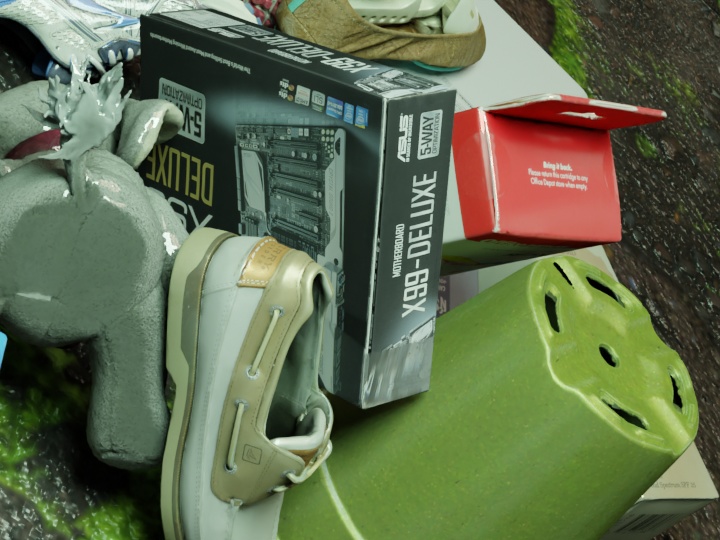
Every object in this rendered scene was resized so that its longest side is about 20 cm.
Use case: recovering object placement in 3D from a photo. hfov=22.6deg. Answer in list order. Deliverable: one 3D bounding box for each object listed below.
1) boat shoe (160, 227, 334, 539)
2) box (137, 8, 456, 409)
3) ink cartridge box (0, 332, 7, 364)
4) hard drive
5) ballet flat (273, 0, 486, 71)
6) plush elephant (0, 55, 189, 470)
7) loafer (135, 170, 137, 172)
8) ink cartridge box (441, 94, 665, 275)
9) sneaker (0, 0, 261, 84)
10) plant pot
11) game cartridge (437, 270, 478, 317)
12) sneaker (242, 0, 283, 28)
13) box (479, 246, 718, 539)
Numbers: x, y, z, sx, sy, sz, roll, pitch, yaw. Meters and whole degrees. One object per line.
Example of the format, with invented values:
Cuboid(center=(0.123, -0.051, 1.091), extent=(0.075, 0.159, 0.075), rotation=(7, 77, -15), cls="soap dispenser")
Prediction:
Cuboid(center=(-0.051, 0.080, 0.869), extent=(0.068, 0.200, 0.075), rotation=(10, 28, 19), cls="boat shoe")
Cuboid(center=(-0.041, -0.038, 0.926), extent=(0.050, 0.158, 0.200), rotation=(-12, 26, -39), cls="box")
Cuboid(center=(-0.213, 0.110, 0.709), extent=(0.067, 0.116, 0.200), rotation=(33, 36, -26), cls="ink cartridge box")
Cuboid(center=(0.078, -0.130, 1.284), extent=(0.132, 0.027, 0.200), rotation=(45, 36, 2), cls="hard drive")
Cuboid(center=(0.030, -0.175, 1.198), extent=(0.200, 0.072, 0.068), rotation=(-3, 51, -44), cls="ballet flat")
Cuboid(center=(-0.158, -0.027, 0.884), extent=(0.164, 0.200, 0.155), rotation=(10, 19, -18), cls="plush elephant")
Cuboid(center=(-0.087, -0.087, 1.094), extent=(0.073, 0.071, 0.200), rotation=(40, 35, -16), cls="loafer")
Cuboid(center=(0.058, -0.040, 0.980), extent=(0.116, 0.200, 0.067), rotation=(1, 80, -48), cls="ink cartridge box")
Cuboid(center=(-0.156, -0.144, 1.054), extent=(0.200, 0.077, 0.085), rotation=(14, 85, -20), cls="sneaker")
Cuboid(center=(0.071, 0.092, 0.961), extent=(0.200, 0.190, 0.200), rotation=(32, 34, -24), cls="plant pot")
Cuboid(center=(0.000, 0.000, 1.099), extent=(0.200, 0.041, 0.133), rotation=(11, 72, -47), cls="game cartridge")
Cuboid(center=(-0.128, -0.199, 1.146), extent=(0.200, 0.081, 0.075), rotation=(19, 42, -38), cls="sneaker")
Cuboid(center=(0.147, 0.081, 1.204), extent=(0.095, 0.078, 0.200), rotation=(5, 54, -47), cls="box")
